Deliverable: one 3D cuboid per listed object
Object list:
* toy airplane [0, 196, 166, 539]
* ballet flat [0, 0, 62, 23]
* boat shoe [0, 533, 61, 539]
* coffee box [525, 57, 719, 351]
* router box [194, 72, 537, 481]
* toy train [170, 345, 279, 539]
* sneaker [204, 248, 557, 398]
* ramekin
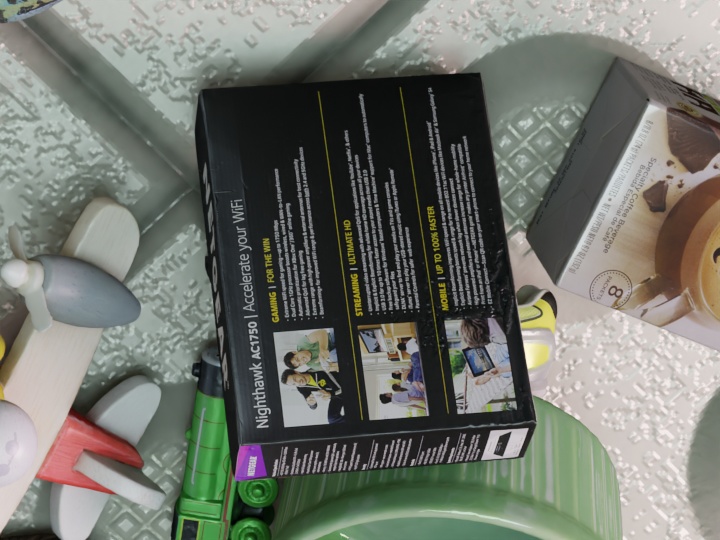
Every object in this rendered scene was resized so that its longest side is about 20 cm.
[{"bbox_3d":[-0.185,0.082,1.448,0.199,0.141,0.200,-19,107,-11],"label":"toy airplane"},{"bbox_3d":[-0.123,-0.191,1.390,0.200,0.074,0.074,-42,112,9],"label":"ballet flat"},{"bbox_3d":[-0.239,0.193,1.530,0.200,0.072,0.076,-1,128,-7],"label":"boat shoe"},{"bbox_3d":[0.206,-0.018,1.506,0.200,0.080,0.113,21,106,-16],"label":"coffee box"},{"bbox_3d":[0.000,0.000,1.427,0.149,0.200,0.051,-3,155,-8],"label":"router box"},{"bbox_3d":[-0.073,0.127,1.543,0.056,0.042,0.200,9,111,-1],"label":"toy train"},{"bbox_3d":[0.012,0.015,1.503,0.200,0.075,0.076,22,85,-18],"label":"sneaker"},{"bbox_3d":[0.046,0.145,1.498,0.200,0.098,0.200,3,140,3],"label":"ramekin"}]
